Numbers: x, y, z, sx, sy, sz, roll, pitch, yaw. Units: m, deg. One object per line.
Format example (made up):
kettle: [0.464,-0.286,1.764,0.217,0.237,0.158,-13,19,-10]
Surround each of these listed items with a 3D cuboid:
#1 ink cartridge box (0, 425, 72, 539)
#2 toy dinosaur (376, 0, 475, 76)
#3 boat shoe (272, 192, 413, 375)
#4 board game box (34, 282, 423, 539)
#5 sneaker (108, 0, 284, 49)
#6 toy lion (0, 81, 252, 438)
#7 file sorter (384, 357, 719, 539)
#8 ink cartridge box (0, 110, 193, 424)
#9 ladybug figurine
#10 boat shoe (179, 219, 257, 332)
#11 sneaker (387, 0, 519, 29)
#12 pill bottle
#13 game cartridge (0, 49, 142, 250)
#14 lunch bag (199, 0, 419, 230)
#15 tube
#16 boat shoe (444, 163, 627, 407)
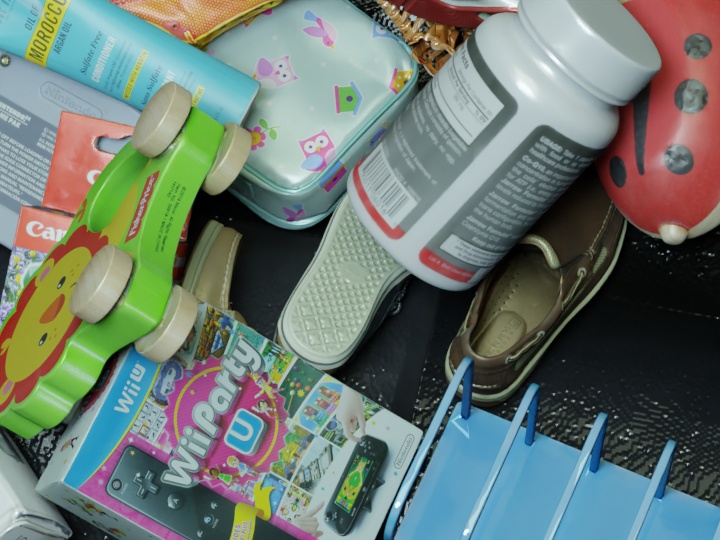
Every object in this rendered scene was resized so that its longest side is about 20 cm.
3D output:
ink cartridge box: [-0.300,0.130,1.485,0.146,0.085,0.200,-38,67,4]
toy dinosaur: [0.093,-0.156,1.602,0.102,0.200,0.136,-11,50,35]
boat shoe: [0.000,0.000,1.573,0.075,0.062,0.200,34,54,1]
board game box: [-0.081,0.120,1.463,0.200,0.064,0.148,31,70,-15]
sneaker: [-0.099,-0.185,1.586,0.199,0.073,0.077,-9,87,8]
toy lion: [-0.163,0.003,1.442,0.069,0.192,0.200,32,55,-24]
file sorter: [0.126,0.159,1.453,0.200,0.123,0.139,22,66,12]
ink cartridge box: [-0.176,0.002,1.537,0.109,0.050,0.201,13,93,7]
ladybug figurine: [0.205,-0.116,1.548,0.135,0.072,0.201,-13,67,34]
boat shoe: [-0.096,0.066,1.542,0.066,0.074,0.201,10,75,2]
sneaker: [0.080,-0.224,1.553,0.200,0.078,0.116,28,63,-17]
pill bottle: [0.093,-0.092,1.494,0.200,0.114,0.114,-47,66,24]
game cartridge: [-0.211,-0.074,1.597,0.200,0.042,0.133,30,93,14]
lunch bag: [-0.070,-0.132,1.628,0.200,0.077,0.160,37,76,19]
tube: [-0.165,-0.146,1.546,0.200,0.078,0.050,26,25,-1]
boat shoe: [0.126,-0.003,1.563,0.075,0.075,0.203,24,67,12]
